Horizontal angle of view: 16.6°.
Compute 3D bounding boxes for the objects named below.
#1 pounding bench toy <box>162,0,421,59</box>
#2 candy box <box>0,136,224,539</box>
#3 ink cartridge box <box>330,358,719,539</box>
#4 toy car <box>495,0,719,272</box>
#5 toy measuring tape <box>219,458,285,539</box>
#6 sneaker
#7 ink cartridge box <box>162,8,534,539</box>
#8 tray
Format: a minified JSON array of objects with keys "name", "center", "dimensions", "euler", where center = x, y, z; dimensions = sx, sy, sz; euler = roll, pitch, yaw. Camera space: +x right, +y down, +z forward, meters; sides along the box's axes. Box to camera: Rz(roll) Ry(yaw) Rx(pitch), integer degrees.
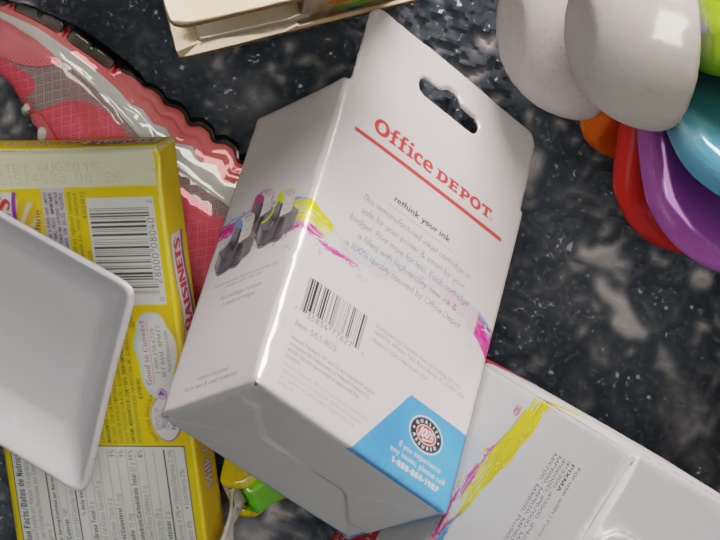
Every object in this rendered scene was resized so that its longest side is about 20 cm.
[{"name":"pounding bench toy","center":[-0.069,-0.161,1.038],"dimensions":[0.198,0.156,0.125],"euler":[-14,91,-3]},{"name":"candy box","center":[-0.120,0.040,1.124],"dimensions":[0.101,0.026,0.202],"euler":[1,106,24]},{"name":"ink cartridge box","center":[0.093,0.143,1.065],"dimensions":[0.145,0.200,0.145],"euler":[30,90,-23]},{"name":"toy car","center":[0.161,-0.074,1.084],"dimensions":[0.173,0.200,0.151],"euler":[-3,97,-17]},{"name":"toy measuring tape","center":[-0.027,0.100,1.123],"dimensions":[0.073,0.074,0.201],"euler":[13,63,-2]},{"name":"sneaker","center":[-0.118,-0.050,1.136],"dimensions":[0.200,0.074,0.087],"euler":[37,92,-2]},{"name":"ink cartridge box","center":[0.000,0.000,1.087],"dimensions":[0.115,0.068,0.201],"euler":[36,53,-29]},{"name":"tray","center":[-0.186,0.008,1.117],"dimensions":[0.199,0.022,0.108],"euler":[28,119,22]}]
